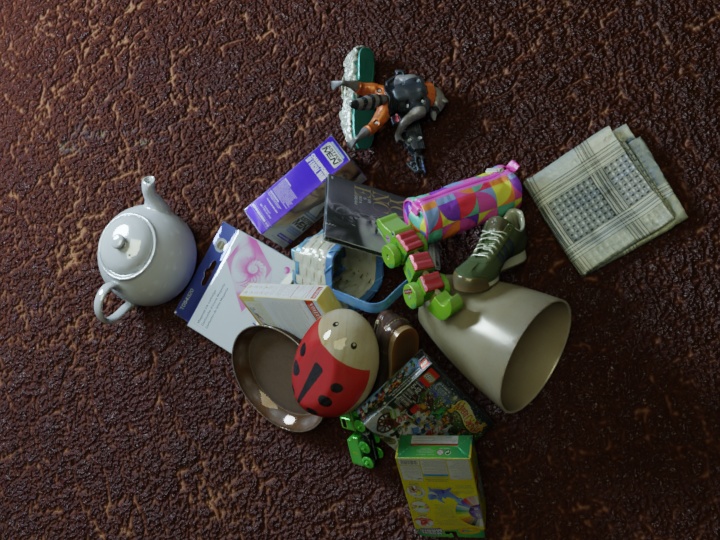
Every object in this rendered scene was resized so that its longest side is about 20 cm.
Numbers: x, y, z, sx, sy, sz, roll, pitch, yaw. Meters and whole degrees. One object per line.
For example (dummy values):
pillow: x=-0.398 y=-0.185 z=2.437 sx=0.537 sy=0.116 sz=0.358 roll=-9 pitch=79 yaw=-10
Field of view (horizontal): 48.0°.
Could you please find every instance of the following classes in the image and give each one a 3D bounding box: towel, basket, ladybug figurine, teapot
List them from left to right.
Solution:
teapot: x=-0.404 y=-0.031 z=1.466 sx=0.195 sy=0.146 sz=0.202 roll=-26 pitch=74 yaw=10
ladybug figurine: x=-0.047 y=0.147 z=1.203 sx=0.136 sy=0.072 sz=0.201 roll=43 pitch=128 yaw=22
basket: x=0.000 y=0.000 z=1.324 sx=0.198 sy=0.176 sz=0.141 roll=13 pitch=121 yaw=36
towel: x=0.393 y=-0.118 z=1.303 sx=0.198 sy=0.035 sz=0.194 roll=-31 pitch=72 yaw=8

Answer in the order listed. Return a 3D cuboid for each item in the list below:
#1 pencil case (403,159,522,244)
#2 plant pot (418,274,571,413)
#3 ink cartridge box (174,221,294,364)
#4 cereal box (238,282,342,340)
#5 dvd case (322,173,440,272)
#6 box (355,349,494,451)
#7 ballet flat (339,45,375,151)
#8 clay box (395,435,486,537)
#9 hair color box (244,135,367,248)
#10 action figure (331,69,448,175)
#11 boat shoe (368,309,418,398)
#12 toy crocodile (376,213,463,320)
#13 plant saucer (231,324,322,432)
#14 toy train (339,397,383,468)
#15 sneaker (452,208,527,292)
pencil case: x=0.167 y=-0.110 z=1.306 sx=0.198 sy=0.089 sz=0.089 roll=-24 pitch=71 yaw=-18
plant pot: x=0.193 y=0.088 z=1.259 sx=0.199 sy=0.187 sz=0.189 roll=30 pitch=88 yaw=34
ink cartridge box: x=-0.225 y=0.035 z=1.454 sx=0.198 sy=0.043 sz=0.198 roll=28 pitch=88 yaw=18
cereal box: x=-0.093 y=0.085 z=1.314 sx=0.198 sy=0.145 sz=0.040 roll=2 pitch=43 yaw=44
dvd case: x=0.035 y=-0.078 z=1.317 sx=0.197 sy=0.016 sz=0.150 roll=16 pitch=44 yaw=-15
box: x=0.102 y=0.225 z=1.239 sx=0.136 sy=0.200 sz=0.038 roll=-42 pitch=38 yaw=5
ballet flat: x=-0.008 y=-0.303 z=1.454 sx=0.071 sy=0.072 sz=0.203 roll=1 pitch=77 yaw=17
clay box: x=0.128 y=0.333 z=1.236 sx=0.113 sy=0.202 sz=0.048 roll=-3 pitch=39 yaw=16
hair color box: x=-0.093 y=-0.133 z=1.413 sx=0.199 sy=0.109 sz=0.065 roll=-41 pitch=71 yaw=6
action figure: x=0.065 y=-0.264 z=1.385 sx=0.191 sy=0.105 sz=0.203 roll=-16 pitch=78 yaw=-16
boat shoe: x=0.045 y=0.157 z=1.242 sx=0.070 sy=0.070 sz=0.203 roll=36 pitch=126 yaw=46
toy crocodile: x=0.086 y=-0.009 z=1.228 sx=0.067 sy=0.062 sz=0.202 roll=-16 pitch=61 yaw=-24
plant saucer: x=-0.130 y=0.175 z=1.349 sx=0.198 sy=0.034 sz=0.203 roll=18 pitch=124 yaw=29
toy train: x=-0.007 y=0.229 z=1.294 sx=0.056 sy=0.042 sz=0.203 roll=7 pitch=119 yaw=38
sneaker: x=0.202 y=-0.039 z=1.252 sx=0.066 sy=0.199 sz=0.091 roll=14 pitch=115 yaw=33
